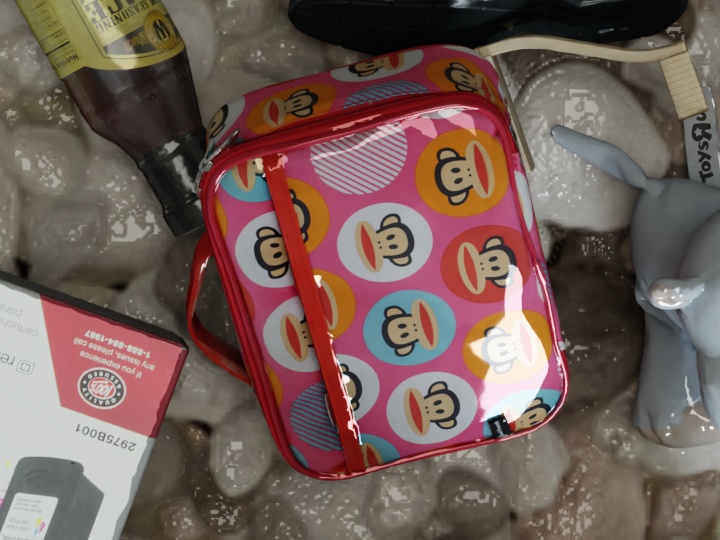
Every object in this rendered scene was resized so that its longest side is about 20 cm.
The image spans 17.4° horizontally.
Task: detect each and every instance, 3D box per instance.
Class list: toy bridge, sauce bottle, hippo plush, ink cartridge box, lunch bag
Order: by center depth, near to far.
[{"bbox_3d":[0.000,0.000,1.135,0.176,0.082,0.200,-14,120,4],"label":"lunch bag"},{"bbox_3d":[-0.185,0.104,1.147,0.146,0.083,0.200,20,90,-9],"label":"ink cartridge box"},{"bbox_3d":[0.207,0.006,1.152,0.159,0.161,0.200,-16,95,-6],"label":"hippo plush"},{"bbox_3d":[-0.121,-0.113,1.153,0.066,0.066,0.200,-32,99,-5],"label":"sauce bottle"},{"bbox_3d":[0.067,-0.078,1.169,0.200,0.027,0.067,-18,96,11],"label":"toy bridge"}]

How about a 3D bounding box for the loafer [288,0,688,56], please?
[{"bbox_3d":[0.061,-0.151,1.178,0.200,0.073,0.072,-4,72,-11],"label":"loafer"}]
